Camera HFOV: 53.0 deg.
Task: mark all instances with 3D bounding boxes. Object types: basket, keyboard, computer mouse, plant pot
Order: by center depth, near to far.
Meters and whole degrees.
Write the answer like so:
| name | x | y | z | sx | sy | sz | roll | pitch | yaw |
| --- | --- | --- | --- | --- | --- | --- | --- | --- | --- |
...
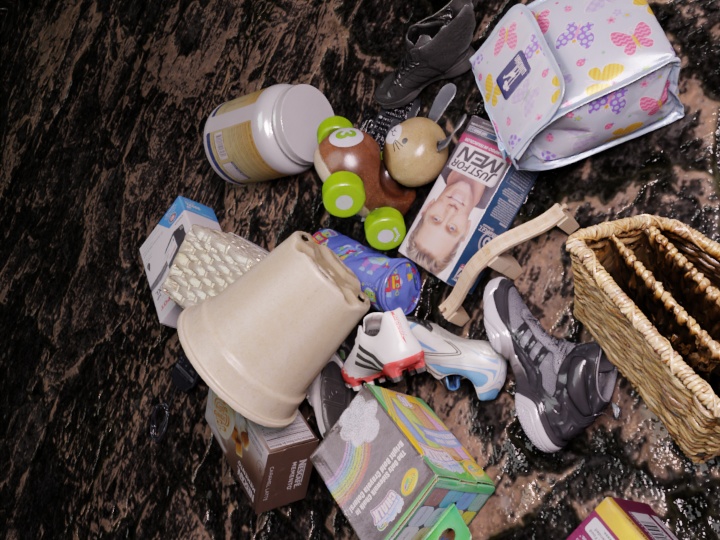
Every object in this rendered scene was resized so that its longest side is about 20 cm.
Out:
| name | x | y | z | sx | sy | sz | roll | pitch | yaw |
| --- | --- | --- | --- | --- | --- | --- | --- | --- | --- |
| basket | 0.292 | 0.038 | 0.629 | 0.142 | 0.149 | 0.201 | -31 | 56 | 0 |
| plant pot | -0.093 | 0.060 | 0.909 | 0.183 | 0.200 | 0.201 | -44 | 48 | 12 |
| keyboard | 0.010 | -0.180 | 1.097 | 0.104 | 0.039 | 0.202 | 27 | 92 | 46 |
| basket | -0.191 | 0.028 | 1.114 | 0.199 | 0.123 | 0.137 | 29 | 94 | 30 |
| computer mouse | -0.316 | 0.215 | 1.265 | 0.058 | 0.034 | 0.201 | 38 | 107 | 28 |

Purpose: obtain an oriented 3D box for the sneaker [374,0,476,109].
| name | x | y | z | sx | sy | sz | roll | pitch | yaw |
| --- | --- | --- | --- | --- | --- | --- | --- | --- | --- |
| sneaker | 0.084 | -0.306 | 1.019 | 0.198 | 0.104 | 0.061 | -20 | 58 | 28 |

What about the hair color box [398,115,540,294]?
| name | x | y | z | sx | sy | sz | roll | pitch | yaw |
| --- | --- | --- | --- | --- | --- | --- | --- | --- | --- |
| hair color box | 0.141 | -0.084 | 0.916 | 0.100 | 0.060 | 0.202 | 35 | 99 | 46 |

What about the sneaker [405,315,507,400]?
| name | x | y | z | sx | sy | sz | roll | pitch | yaw |
| --- | --- | --- | --- | --- | --- | --- | --- | --- | --- |
| sneaker | 0.093 | 0.101 | 0.883 | 0.199 | 0.071 | 0.073 | 18 | 93 | 49 |

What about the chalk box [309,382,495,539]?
| name | x | y | z | sx | sy | sz | roll | pitch | yaw |
| --- | --- | --- | --- | --- | --- | --- | --- | --- | --- |
| chalk box | 0.058 | 0.247 | 0.820 | 0.125 | 0.123 | 0.200 | -53 | 46 | 12 |

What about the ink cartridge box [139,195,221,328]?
| name | x | y | z | sx | sy | sz | roll | pitch | yaw |
| --- | --- | --- | --- | --- | --- | --- | --- | --- | --- |
| ink cartridge box | -0.313 | -0.011 | 1.309 | 0.145 | 0.083 | 0.201 | -47 | 47 | 19 |

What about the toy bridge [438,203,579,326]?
| name | x | y | z | sx | sy | sz | roll | pitch | yaw |
| --- | --- | --- | --- | --- | --- | --- | --- | --- | --- |
| toy bridge | 0.167 | -0.011 | 0.856 | 0.200 | 0.067 | 0.027 | -44 | 48 | 23 |

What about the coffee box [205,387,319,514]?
| name | x | y | z | sx | sy | sz | roll | pitch | yaw |
| --- | --- | --- | --- | --- | --- | --- | --- | --- | --- |
| coffee box | -0.146 | 0.225 | 1.030 | 0.200 | 0.079 | 0.115 | 47 | 133 | 44 |

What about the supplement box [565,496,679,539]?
| name | x | y | z | sx | sy | sz | roll | pitch | yaw |
| --- | --- | --- | --- | --- | --- | --- | --- | --- | --- |
| supplement box | 0.218 | 0.324 | 0.645 | 0.201 | 0.103 | 0.131 | -52 | 46 | 14 |

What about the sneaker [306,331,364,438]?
| name | x | y | z | sx | sy | sz | roll | pitch | yaw |
| --- | --- | --- | --- | --- | --- | --- | --- | --- | --- |
| sneaker | -0.057 | 0.162 | 1.013 | 0.115 | 0.075 | 0.202 | -39 | 42 | 38 |

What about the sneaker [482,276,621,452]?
| name | x | y | z | sx | sy | sz | roll | pitch | yaw |
| --- | --- | --- | --- | --- | --- | --- | --- | --- | --- |
| sneaker | 0.209 | 0.083 | 0.776 | 0.113 | 0.075 | 0.202 | -31 | 60 | 30 |

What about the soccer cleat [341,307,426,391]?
| name | x | y | z | sx | sy | sz | roll | pitch | yaw |
| --- | --- | --- | --- | --- | --- | --- | --- | --- | --- |
| soccer cleat | 0.020 | 0.097 | 0.892 | 0.200 | 0.068 | 0.086 | 147 | 107 | -68 |

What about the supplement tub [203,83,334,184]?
| name | x | y | z | sx | sy | sz | roll | pitch | yaw |
| --- | --- | --- | --- | --- | --- | --- | --- | --- | --- |
| supplement tub | -0.150 | -0.225 | 1.195 | 0.199 | 0.144 | 0.146 | -4 | 71 | 43 |

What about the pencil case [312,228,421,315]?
| name | x | y | z | sx | sy | sz | roll | pitch | yaw |
| --- | --- | --- | --- | --- | --- | --- | --- | --- | --- |
| pencil case | 0.000 | 0.000 | 1.008 | 0.199 | 0.086 | 0.079 | 23 | 132 | 47 |

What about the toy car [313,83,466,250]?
| name | x | y | z | sx | sy | sz | roll | pitch | yaw |
| --- | --- | --- | --- | --- | --- | --- | --- | --- | --- |
| toy car | 0.052 | -0.161 | 0.948 | 0.199 | 0.157 | 0.165 | -38 | 36 | 24 |

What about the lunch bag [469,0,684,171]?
| name | x | y | z | sx | sy | sz | roll | pitch | yaw |
| --- | --- | --- | --- | --- | --- | --- | --- | --- | --- |
| lunch bag | 0.234 | -0.221 | 0.811 | 0.198 | 0.127 | 0.171 | -22 | 57 | 18 |
